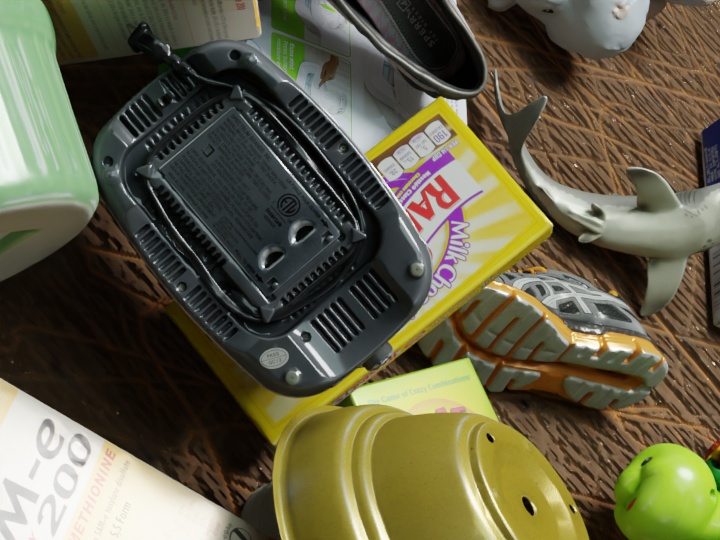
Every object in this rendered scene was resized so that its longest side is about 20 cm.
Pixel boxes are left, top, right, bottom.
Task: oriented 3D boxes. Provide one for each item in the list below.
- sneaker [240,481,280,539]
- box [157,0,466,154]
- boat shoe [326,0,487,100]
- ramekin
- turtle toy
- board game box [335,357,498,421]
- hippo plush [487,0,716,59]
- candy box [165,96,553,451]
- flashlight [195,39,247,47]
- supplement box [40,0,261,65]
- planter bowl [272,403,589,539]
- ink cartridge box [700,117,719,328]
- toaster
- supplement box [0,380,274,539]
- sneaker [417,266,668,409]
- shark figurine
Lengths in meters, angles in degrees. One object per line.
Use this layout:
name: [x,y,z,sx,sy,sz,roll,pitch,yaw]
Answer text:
sneaker: [0.000,0.191,0.765,0.075,0.088,0.200,-7,67,-42]
box: [-0.029,-0.132,0.945,0.176,0.097,0.200,17,53,-30]
boat shoe: [0.007,-0.171,0.846,0.200,0.067,0.057,45,-2,-32]
ramekin: [-0.216,-0.039,0.673,0.200,0.200,0.098,-18,82,-43]
turtle toy: [0.249,0.151,0.966,0.200,0.146,0.101,-1,43,-38]
board game box: [0.056,0.157,0.860,0.101,0.048,0.200,-11,70,-41]
hippo plush: [0.187,-0.255,1.151,0.200,0.159,0.161,46,44,-5]
candy box: [0.000,0.000,0.842,0.200,0.026,0.102,-38,79,-8]
flashlight: [-0.155,-0.162,0.831,0.200,0.068,0.068,14,47,2]
supplement box: [-0.153,-0.152,0.738,0.200,0.126,0.074,-8,83,-3]
planter bowl: [0.055,0.132,0.734,0.200,0.083,0.201,42,25,-25]
ink cartridge box: [0.361,-0.006,1.210,0.200,0.041,0.200,25,50,-24]
toaster: [-0.057,-0.029,0.758,0.114,0.129,0.200,-42,92,-6]
supplement box: [-0.145,0.142,0.682,0.200,0.074,0.126,33,47,-17]
sneaker: [0.106,0.032,0.971,0.200,0.078,0.077,20,39,-32]
shark figurine: [0.177,-0.055,1.092,0.214,0.128,0.090,20,24,-5]
